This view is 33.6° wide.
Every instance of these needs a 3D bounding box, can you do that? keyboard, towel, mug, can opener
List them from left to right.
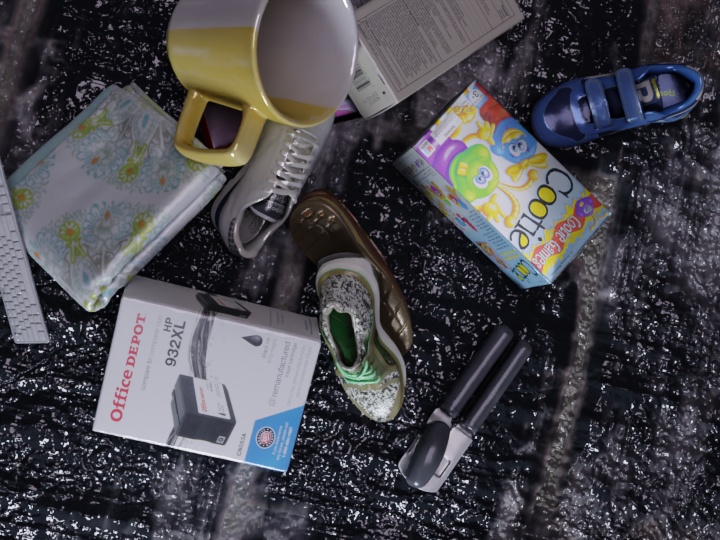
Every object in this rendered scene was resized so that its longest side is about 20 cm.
[{"bbox_3d":[-0.352,-0.023,1.185,0.011,0.056,0.201,-24,106,-44],"label":"keyboard"},{"bbox_3d":[-0.252,-0.081,1.189,0.171,0.048,0.200,39,80,27],"label":"towel"},{"bbox_3d":[-0.116,-0.209,1.139,0.187,0.153,0.150,-45,132,-36],"label":"mug"},{"bbox_3d":[0.114,0.148,1.261,0.053,0.067,0.200,37,82,-6],"label":"can opener"}]

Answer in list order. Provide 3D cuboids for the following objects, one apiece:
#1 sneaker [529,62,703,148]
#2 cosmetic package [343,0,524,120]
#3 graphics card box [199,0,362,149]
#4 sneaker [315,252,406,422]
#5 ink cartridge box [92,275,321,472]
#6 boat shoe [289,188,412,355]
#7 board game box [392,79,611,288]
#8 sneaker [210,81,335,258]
[{"bbox_3d":[0.283,-0.187,1.305,0.199,0.082,0.074,-16,90,-8],"label":"sneaker"},{"bbox_3d":[0.064,-0.253,1.244,0.200,0.073,0.104,-36,99,-29],"label":"cosmetic package"},{"bbox_3d":[-0.080,-0.207,1.262,0.199,0.051,0.126,-15,88,-11],"label":"graphics card box"},{"bbox_3d":[-0.008,0.085,1.206,0.077,0.089,0.200,-8,121,19],"label":"sneaker"},{"bbox_3d":[-0.153,0.103,1.194,0.199,0.084,0.146,14,103,-8],"label":"ink cartridge box"},{"bbox_3d":[-0.001,0.000,1.248,0.072,0.068,0.200,-24,109,22],"label":"boat shoe"},{"bbox_3d":[0.147,-0.088,1.264,0.200,0.105,0.103,44,80,-5],"label":"board game box"},{"bbox_3d":[-0.078,-0.103,1.211,0.076,0.081,0.200,24,103,-24],"label":"sneaker"}]
